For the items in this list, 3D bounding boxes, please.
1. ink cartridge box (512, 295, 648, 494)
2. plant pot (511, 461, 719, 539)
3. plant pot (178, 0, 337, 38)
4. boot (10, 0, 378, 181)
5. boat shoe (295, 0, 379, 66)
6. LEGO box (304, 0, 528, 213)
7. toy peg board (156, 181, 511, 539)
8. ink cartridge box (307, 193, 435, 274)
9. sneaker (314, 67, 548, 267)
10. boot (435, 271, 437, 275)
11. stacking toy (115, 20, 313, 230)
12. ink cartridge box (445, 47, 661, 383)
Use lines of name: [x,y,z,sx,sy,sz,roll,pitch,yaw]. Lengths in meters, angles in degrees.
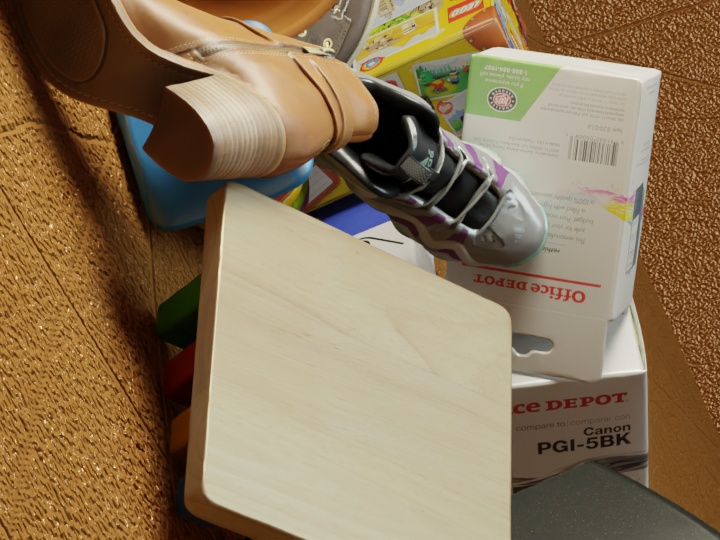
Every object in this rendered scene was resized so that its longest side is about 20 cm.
ink cartridge box: [0.119,0.120,1.883,0.083,0.146,0.201,-97,180,-49]
plant pot: [0.132,0.237,1.680,0.178,0.199,0.200,53,-24,38]
plant pot: [-0.096,-0.240,1.702,0.201,0.199,0.140,62,0,-17]
boot: [-0.093,-0.124,1.545,0.200,0.074,0.154,50,35,19]
boat shoe: [-0.046,-0.142,1.773,0.072,0.201,0.059,28,8,22]
LEGO box: [0.016,-0.131,1.922,0.077,0.199,0.149,61,12,-24]
toy peg board: [-0.024,0.089,1.509,0.199,0.098,0.200,24,50,-28]
ink cartridge box: [0.000,0.000,1.863,0.200,0.094,0.044,-95,158,-58]
sneaker: [0.038,-0.058,1.697,0.199,0.078,0.140,29,0,-11]
boot: [0.054,0.071,1.994,0.201,0.076,0.168,58,9,-4]
stacking toy: [-0.071,-0.054,1.695,0.200,0.109,0.117,67,4,-66]
ink cartridge box: [0.122,-0.037,1.806,0.067,0.117,0.201,-28,126,-71]
